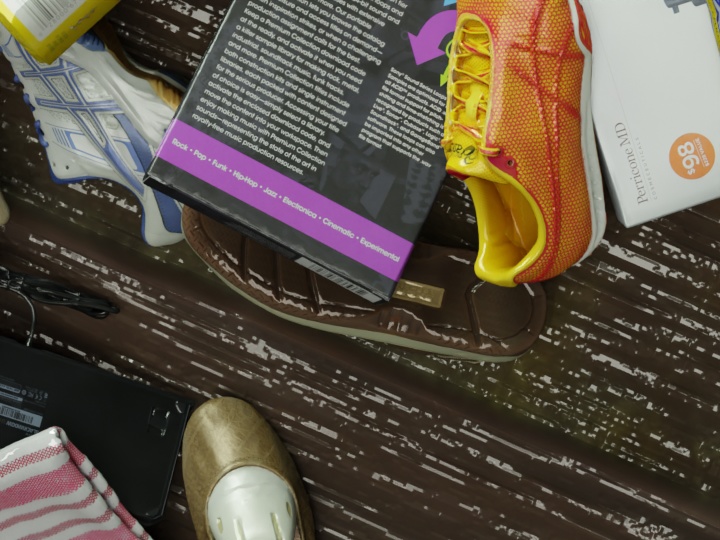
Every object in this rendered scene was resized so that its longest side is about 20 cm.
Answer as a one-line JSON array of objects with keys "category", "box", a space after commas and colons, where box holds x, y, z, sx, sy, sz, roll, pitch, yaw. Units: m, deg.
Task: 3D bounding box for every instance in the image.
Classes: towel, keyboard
[{"category": "towel", "box": [-0.178, 0.182, 1.597, 0.146, 0.030, 0.200, -26, 124, 13]}, {"category": "keyboard", "box": [-0.187, 0.056, 1.588, 0.199, 0.021, 0.128, 20, 73, -17]}]

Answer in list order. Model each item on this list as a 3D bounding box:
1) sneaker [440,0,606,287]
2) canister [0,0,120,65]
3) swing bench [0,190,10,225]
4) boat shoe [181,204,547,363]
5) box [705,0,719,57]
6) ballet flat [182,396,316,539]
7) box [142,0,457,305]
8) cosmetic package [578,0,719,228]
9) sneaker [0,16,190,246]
[{"category": "sneaker", "box": [0.076, -0.087, 1.467, 0.073, 0.077, 0.201, 6, 114, 52]}, {"category": "canister", "box": [-0.136, -0.223, 1.485, 0.200, 0.087, 0.149, -42, 83, -1]}, {"category": "swing bench", "box": [-0.317, -0.087, 1.526, 0.198, 0.130, 0.201, -2, 115, 21]}, {"category": "boat shoe", "box": [-0.002, 0.006, 1.552, 0.201, 0.075, 0.075, 23, 79, -1]}, {"category": "box", "box": [0.210, -0.136, 1.441, 0.070, 0.064, 0.201, -15, 96, 0]}, {"category": "ballet flat", "box": [-0.053, 0.171, 1.592, 0.067, 0.072, 0.201, -10, 97, -5]}, {"category": "box", "box": [-0.008, -0.103, 1.506, 0.142, 0.036, 0.201, 28, 80, -8]}, {"category": "cosmetic package", "box": [0.176, -0.141, 1.498, 0.150, 0.052, 0.201, -18, 96, 3]}, {"category": "sneaker", "box": [-0.157, -0.093, 1.565, 0.200, 0.075, 0.088, 38, 104, 2]}]
